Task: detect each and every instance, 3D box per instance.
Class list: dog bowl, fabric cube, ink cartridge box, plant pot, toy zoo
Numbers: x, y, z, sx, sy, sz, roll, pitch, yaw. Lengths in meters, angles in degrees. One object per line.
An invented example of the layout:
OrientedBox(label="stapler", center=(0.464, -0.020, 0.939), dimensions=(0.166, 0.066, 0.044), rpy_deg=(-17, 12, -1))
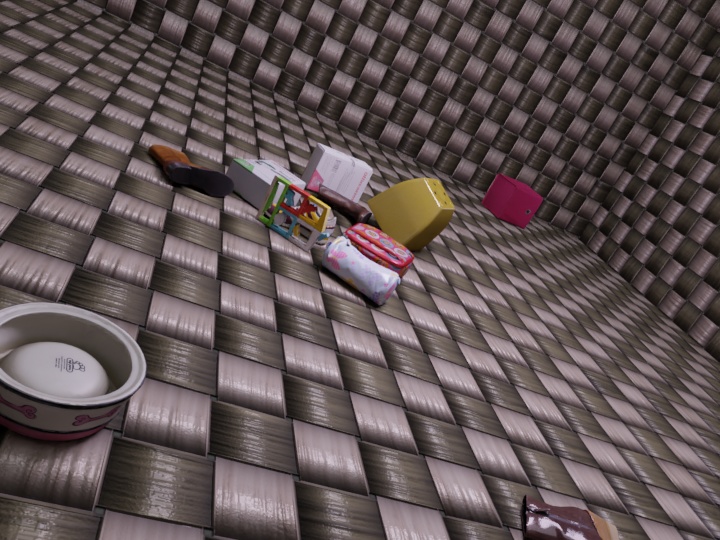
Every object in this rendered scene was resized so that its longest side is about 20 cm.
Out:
OrientedBox(label="dog bowl", center=(-0.377, 0.127, 0.797), dimensions=(0.199, 0.074, 0.200), rpy_deg=(25, 19, -10))
OrientedBox(label="fabric cube", center=(0.810, -0.373, 3.421), dimensions=(0.199, 0.197, 0.200), rpy_deg=(17, 23, -29))
OrientedBox(label="ink cartridge box", center=(-0.272, -0.250, 1.832), dimensions=(0.146, 0.085, 0.200), rpy_deg=(35, 21, 16))
OrientedBox(label="plant pot", center=(0.180, -0.193, 2.041), dimensions=(0.195, 0.200, 0.195), rpy_deg=(-8, 66, -58))
OrientedBox(label="ink cartridge box", center=(-0.081, -0.325, 2.178), dimensions=(0.199, 0.147, 0.083), rpy_deg=(17, 21, -32))
OrientedBox(label="toy zoo", center=(-0.163, -0.140, 1.645), dimensions=(0.200, 0.132, 0.020), rpy_deg=(32, 20, 11))

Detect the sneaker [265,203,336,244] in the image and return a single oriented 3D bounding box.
OrientedBox(label="sneaker", center=(-0.162, -0.154, 1.737), dimensions=(0.199, 0.090, 0.075), rpy_deg=(26, 20, -8))

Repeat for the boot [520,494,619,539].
OrientedBox(label="boot", center=(0.340, 0.452, 1.017), dimensions=(0.166, 0.073, 0.200), rpy_deg=(17, 21, 2))

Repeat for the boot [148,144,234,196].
OrientedBox(label="boot", center=(-0.451, -0.267, 1.705), dimensions=(0.188, 0.069, 0.200), rpy_deg=(3, 24, -36))

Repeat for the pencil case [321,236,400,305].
OrientedBox(label="pencil case", center=(0.000, 0.000, 1.587), dimensions=(0.200, 0.091, 0.083), rpy_deg=(36, -19, 14))

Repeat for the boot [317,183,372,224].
OrientedBox(label="boot", center=(-0.062, -0.212, 2.050), dimensions=(0.199, 0.064, 0.186), rpy_deg=(32, 7, 0))

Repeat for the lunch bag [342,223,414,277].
OrientedBox(label="lunch bag", center=(0.039, -0.047, 1.777), dimensions=(0.199, 0.082, 0.176), rpy_deg=(32, 24, 12))
